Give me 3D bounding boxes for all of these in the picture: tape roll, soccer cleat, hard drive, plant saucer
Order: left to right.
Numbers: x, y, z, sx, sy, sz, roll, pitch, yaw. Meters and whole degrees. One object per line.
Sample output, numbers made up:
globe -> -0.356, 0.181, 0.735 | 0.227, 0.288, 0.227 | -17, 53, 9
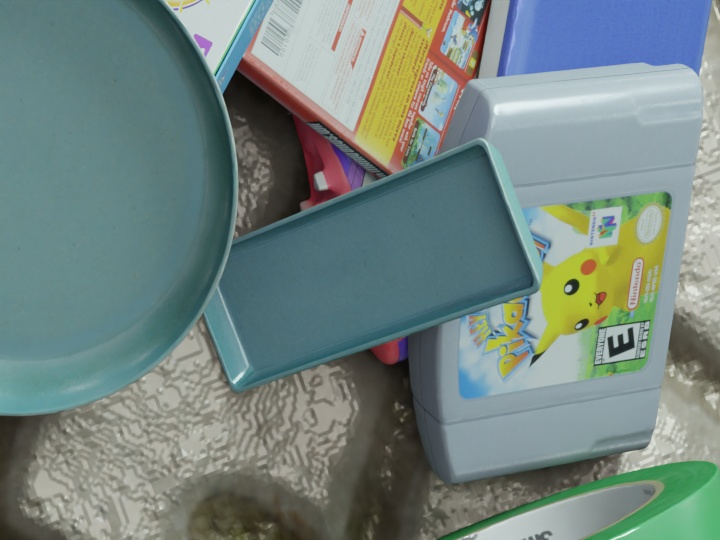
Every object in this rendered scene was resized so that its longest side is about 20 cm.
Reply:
plant saucer -> -0.142, -0.042, 0.904 | 0.198, 0.027, 0.202 | 3, 106, 10
plant saucer -> 0.000, 0.000, 1.035 | 0.019, 0.199, 0.070 | -22, 91, -49
soccer cleat -> 0.003, -0.057, 1.092 | 0.076, 0.067, 0.202 | -18, 88, -17
tape roll -> 0.075, 0.143, 1.023 | 0.199, 0.200, 0.049 | -22, 90, -13
hard drive -> 0.117, -0.115, 1.111 | 0.131, 0.025, 0.202 | 15, 83, -39

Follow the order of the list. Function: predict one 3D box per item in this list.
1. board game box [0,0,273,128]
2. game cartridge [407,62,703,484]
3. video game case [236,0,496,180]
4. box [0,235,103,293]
board game box -> -0.118, -0.169, 0.929 | 0.199, 0.040, 0.154 | 29, 84, 2
game cartridge -> 0.087, 0.005, 1.064 | 0.132, 0.040, 0.202 | -7, 118, -22
video game case -> 0.025, -0.114, 1.058 | 0.200, 0.017, 0.144 | 36, 67, -41
box -> -0.118, -0.086, 1.014 | 0.103, 0.148, 0.202 | 12, 85, 0
